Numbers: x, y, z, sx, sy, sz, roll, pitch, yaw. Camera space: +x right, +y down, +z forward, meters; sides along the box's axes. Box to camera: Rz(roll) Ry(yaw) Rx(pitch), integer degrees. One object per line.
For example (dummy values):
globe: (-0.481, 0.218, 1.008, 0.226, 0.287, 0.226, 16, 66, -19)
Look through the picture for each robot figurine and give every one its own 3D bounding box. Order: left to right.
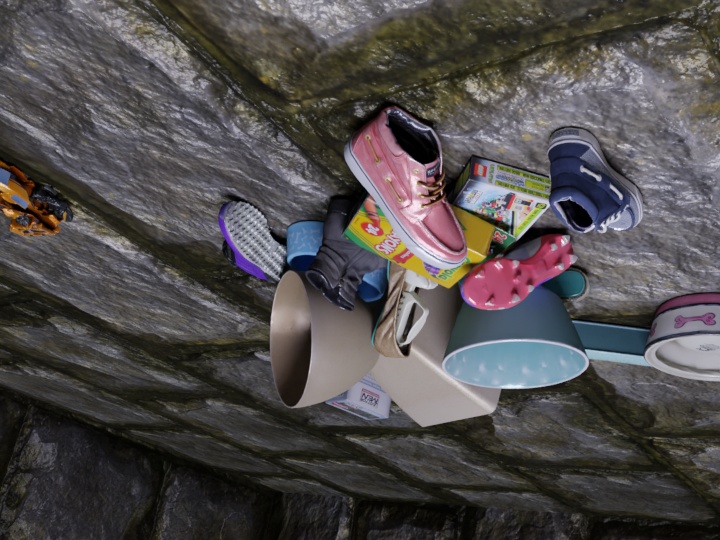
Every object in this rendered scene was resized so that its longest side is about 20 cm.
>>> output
robot figurine: (-0.542, -0.111, 1.277, 0.143, 0.059, 0.200, -1, 153, 28)

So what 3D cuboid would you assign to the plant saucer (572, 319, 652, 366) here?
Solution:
plant saucer: (0.382, 0.113, 1.358, 0.197, 0.070, 0.019, 7, 141, 10)

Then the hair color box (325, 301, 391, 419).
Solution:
hair color box: (0.012, 0.141, 1.416, 0.098, 0.202, 0.060, 28, 151, -34)

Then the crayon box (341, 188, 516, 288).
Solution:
crayon box: (0.086, -0.044, 1.075, 0.198, 0.051, 0.127, 25, 155, -7)

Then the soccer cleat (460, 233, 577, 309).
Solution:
soccer cleat: (0.199, 0.004, 1.089, 0.199, 0.067, 0.076, -25, -176, -31)

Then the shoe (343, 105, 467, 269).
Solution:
shoe: (0.069, -0.093, 0.955, 0.201, 0.071, 0.091, 50, 145, -5)

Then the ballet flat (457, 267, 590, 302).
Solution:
ballet flat: (0.237, 0.025, 1.231, 0.197, 0.068, 0.062, 6, 169, 13)

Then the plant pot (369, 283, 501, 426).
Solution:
plant pot: (0.113, 0.111, 1.333, 0.176, 0.202, 0.199, 32, 151, -20)

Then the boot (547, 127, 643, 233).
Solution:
boot: (0.268, -0.073, 0.960, 0.072, 0.091, 0.199, -10, 149, 39)

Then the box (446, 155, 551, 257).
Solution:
box: (0.161, -0.072, 1.080, 0.109, 0.035, 0.200, 14, 156, -6)

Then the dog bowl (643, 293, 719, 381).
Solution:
dog bowl: (0.532, 0.101, 1.254, 0.197, 0.075, 0.201, 9, 157, 4)

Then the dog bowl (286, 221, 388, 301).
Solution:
dog bowl: (-0.033, -0.008, 1.291, 0.111, 0.050, 0.199, -12, 148, 41)

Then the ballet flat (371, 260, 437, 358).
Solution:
ballet flat: (0.069, 0.034, 1.174, 0.072, 0.203, 0.067, 24, -163, 37)

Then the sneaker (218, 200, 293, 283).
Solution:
sneaker: (-0.179, -0.038, 1.268, 0.098, 0.070, 0.200, 7, 155, 29)

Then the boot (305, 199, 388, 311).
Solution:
boot: (0.000, 0.000, 1.185, 0.069, 0.133, 0.199, -2, 153, 45)

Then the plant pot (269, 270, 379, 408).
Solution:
plant pot: (-0.046, 0.103, 1.255, 0.133, 0.203, 0.200, 2, 161, -23)

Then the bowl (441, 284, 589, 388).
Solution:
bowl: (0.211, 0.085, 1.158, 0.198, 0.106, 0.201, 1, 155, 1)
